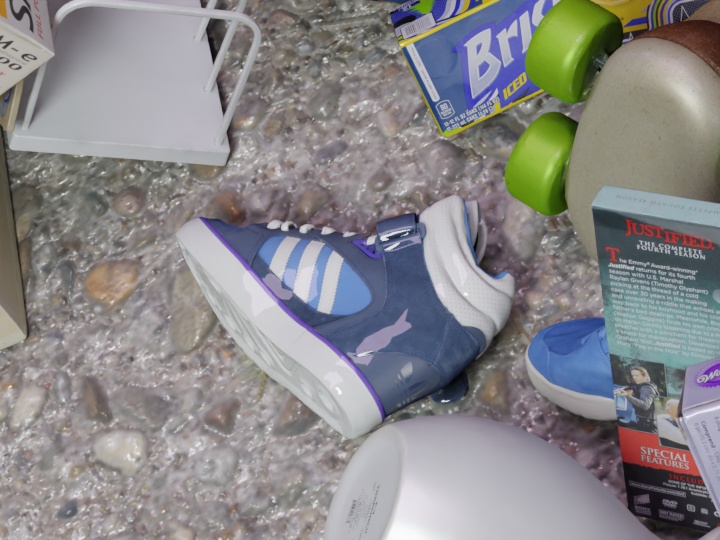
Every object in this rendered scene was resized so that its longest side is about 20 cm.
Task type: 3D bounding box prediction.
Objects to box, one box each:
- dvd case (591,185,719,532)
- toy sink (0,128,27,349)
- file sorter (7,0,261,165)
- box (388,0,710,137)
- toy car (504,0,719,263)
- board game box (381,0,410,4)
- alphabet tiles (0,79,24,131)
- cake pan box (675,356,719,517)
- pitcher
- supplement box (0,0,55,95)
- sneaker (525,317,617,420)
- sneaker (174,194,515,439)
[{"bbox_3d":[0.189,0.055,1.158,0.145,0.201,0.022,10,43,27],"label":"dvd case"},{"bbox_3d":[-0.299,-0.039,1.510,0.130,0.112,0.201,-20,51,10],"label":"toy sink"},{"bbox_3d":[-0.148,-0.184,1.501,0.138,0.125,0.201,4,48,-21],"label":"file sorter"},{"bbox_3d":[0.121,-0.159,1.421,0.199,0.070,0.064,-25,24,6],"label":"box"},{"bbox_3d":[0.207,-0.091,1.327,0.164,0.158,0.200,33,48,25],"label":"toy car"},{"bbox_3d":[-0.013,-0.227,1.478,0.199,0.035,0.136,6,49,-22],"label":"board game box"},{"bbox_3d":[-0.224,-0.193,1.497,0.200,0.008,0.168,-137,58,-61],"label":"alphabet tiles"},{"bbox_3d":[0.264,0.110,1.093,0.183,0.201,0.052,-19,21,21],"label":"cake pan box"},{"bbox_3d":[0.080,0.169,1.148,0.121,0.199,0.172,-27,43,60],"label":"pitcher"},{"bbox_3d":[-0.279,-0.135,1.413,0.200,0.073,0.126,-32,52,26],"label":"supplement box"},{"bbox_3d":[0.157,0.020,1.236,0.077,0.112,0.199,-37,30,-32],"label":"sneaker"},{"bbox_3d":[0.000,0.000,1.376,0.146,0.081,0.200,-36,46,-14],"label":"sneaker"}]
